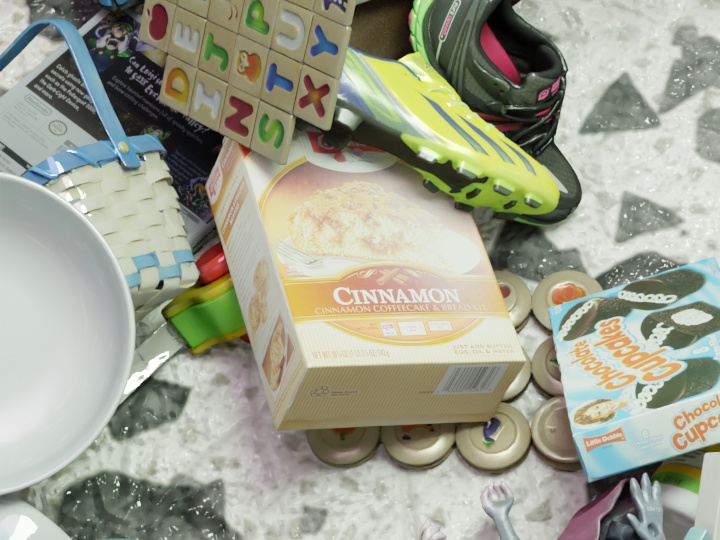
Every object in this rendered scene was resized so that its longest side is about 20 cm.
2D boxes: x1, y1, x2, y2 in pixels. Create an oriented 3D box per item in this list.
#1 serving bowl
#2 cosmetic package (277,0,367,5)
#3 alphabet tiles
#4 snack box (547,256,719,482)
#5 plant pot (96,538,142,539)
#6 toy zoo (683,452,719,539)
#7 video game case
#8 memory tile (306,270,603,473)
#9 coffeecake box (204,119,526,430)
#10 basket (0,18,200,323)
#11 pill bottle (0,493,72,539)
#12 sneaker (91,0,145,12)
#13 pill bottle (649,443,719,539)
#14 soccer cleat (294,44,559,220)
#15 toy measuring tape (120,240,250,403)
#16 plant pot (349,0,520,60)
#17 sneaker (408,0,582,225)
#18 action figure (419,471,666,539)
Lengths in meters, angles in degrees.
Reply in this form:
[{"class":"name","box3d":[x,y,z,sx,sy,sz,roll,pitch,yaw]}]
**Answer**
[{"class":"serving bowl","box3d":[-0.239,0.039,1.451,0.200,0.066,0.201,0,88,-6]},{"class":"cosmetic package","box3d":[0.018,-0.261,1.538,0.200,0.052,0.151,-19,75,-4]},{"class":"alphabet tiles","box3d":[-0.074,-0.167,1.507,0.006,0.167,0.200,-4,23,-42]},{"class":"snack box","box3d":[0.182,0.058,1.455,0.116,0.037,0.200,-18,20,6]},{"class":"plant pot","box3d":[-0.131,0.250,1.378,0.201,0.201,0.161,-43,50,-19]},{"class":"toy zoo","box3d":[0.259,0.167,1.381,0.200,0.020,0.132,-3,93,-33]},{"class":"video game case","box3d":[-0.170,-0.087,1.691,0.200,0.023,0.182,36,69,26]},{"class":"memory tile","box3d":[0.064,0.064,1.571,0.200,0.017,0.154,0,58,6]},{"class":"coffeecake box","box3d":[0.000,0.000,1.534,0.153,0.073,0.200,-1,53,-24]},{"class":"basket","box3d":[-0.213,-0.042,1.559,0.176,0.139,0.200,-34,83,32]},{"class":"pill bottle","box3d":[-0.261,0.235,1.446,0.111,0.111,0.200,27,65,21]},{"class":"sneaker","box3d":[-0.204,-0.254,1.784,0.082,0.073,0.200,-15,44,-41]},{"class":"pill bottle","box3d":[0.267,0.107,1.463,0.111,0.111,0.200,31,66,23]},{"class":"soccer cleat","box3d":[0.046,-0.100,1.530,0.200,0.065,0.084,25,67,-8]},{"class":"toy measuring tape","box3d":[-0.106,0.037,1.574,0.200,0.074,0.074,-41,62,-19]},{"class":"plant pot","box3d":[-0.020,-0.200,1.639,0.200,0.200,0.198,37,69,25]},{"class":"sneaker","box3d":[0.101,-0.109,1.576,0.084,0.200,0.077,-2,41,40]},{"class":"action figure","box3d":[0.106,0.198,1.418,0.134,0.200,0.149,-23,85,-50]}]
